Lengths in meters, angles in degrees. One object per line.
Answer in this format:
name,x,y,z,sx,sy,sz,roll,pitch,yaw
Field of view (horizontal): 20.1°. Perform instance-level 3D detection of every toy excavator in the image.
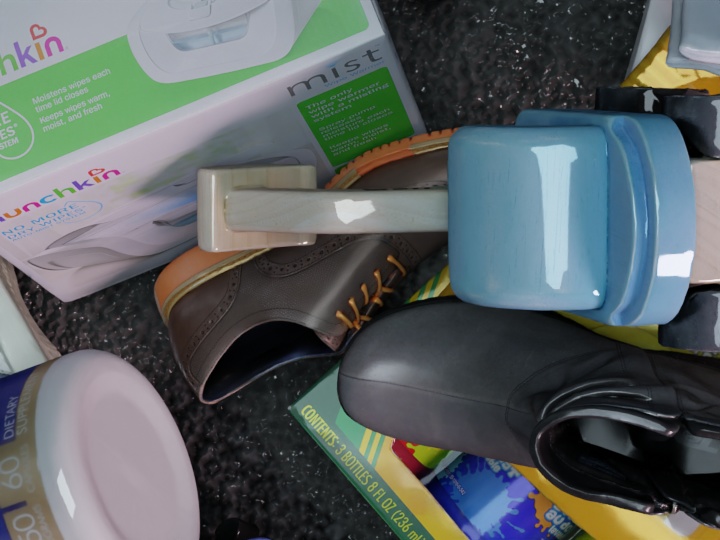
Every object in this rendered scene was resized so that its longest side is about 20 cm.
toy excavator,0.048,-0.026,0.825,0.200,0.194,0.100,-1,96,-18

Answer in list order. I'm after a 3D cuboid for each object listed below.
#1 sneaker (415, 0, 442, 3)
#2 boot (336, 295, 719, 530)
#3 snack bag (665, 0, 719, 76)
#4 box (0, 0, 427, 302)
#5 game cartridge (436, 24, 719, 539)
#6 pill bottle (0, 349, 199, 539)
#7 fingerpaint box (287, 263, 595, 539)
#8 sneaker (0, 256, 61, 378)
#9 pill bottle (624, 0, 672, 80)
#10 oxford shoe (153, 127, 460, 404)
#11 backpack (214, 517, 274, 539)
sneaker,0.020,-0.225,0.980,0.084,0.074,0.200,0,79,10
boot,0.078,0.056,0.819,0.200,0.132,0.070,4,98,11
snack bag,0.228,-0.103,0.846,0.200,0.189,0.021,13,119,3
box,-0.083,-0.082,0.918,0.200,0.176,0.097,-21,75,2
game cartridge,0.141,0.020,0.884,0.176,0.032,0.200,41,104,5
pill bottle,-0.182,0.118,0.904,0.200,0.116,0.116,-21,86,20
fingerpaint box,0.094,0.084,0.956,0.167,0.073,0.200,-41,86,2
sneaker,-0.203,0.024,0.979,0.084,0.075,0.200,-27,86,0
pill bottle,0.222,-0.075,0.933,0.200,0.112,0.113,16,89,4
oxford shoe,0.000,0.000,0.953,0.200,0.071,0.073,-29,54,15
backpack,-0.066,0.235,0.912,0.200,0.154,0.191,-31,106,-31
